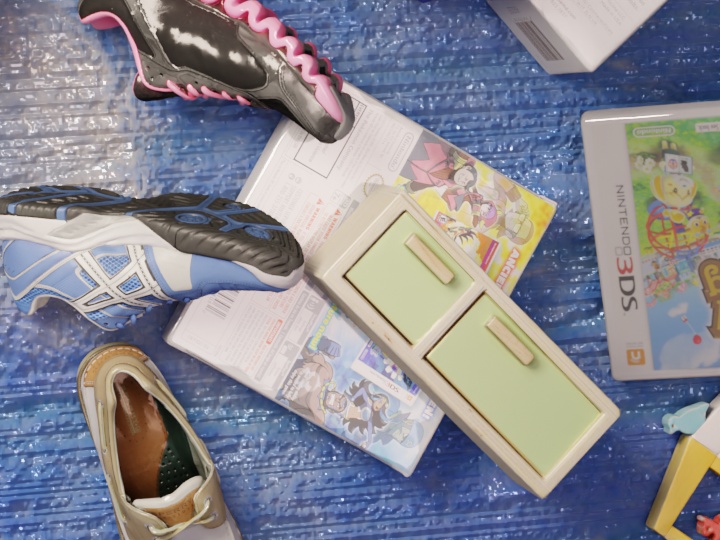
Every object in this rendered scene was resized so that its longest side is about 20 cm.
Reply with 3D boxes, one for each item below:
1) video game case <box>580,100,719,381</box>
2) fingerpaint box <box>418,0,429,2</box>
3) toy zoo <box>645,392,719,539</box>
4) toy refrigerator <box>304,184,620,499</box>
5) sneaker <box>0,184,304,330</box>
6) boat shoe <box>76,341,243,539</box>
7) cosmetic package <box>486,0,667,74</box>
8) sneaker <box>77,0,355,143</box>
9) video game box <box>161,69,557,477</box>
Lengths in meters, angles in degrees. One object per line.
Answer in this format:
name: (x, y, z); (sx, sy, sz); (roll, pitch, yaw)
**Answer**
video game case: (0.248, -0.020, 1.537); (0.199, 0.022, 0.183); (-3, 111, 15)
fingerpaint box: (-0.021, -0.230, 1.456); (0.199, 0.167, 0.074); (19, 88, -13)
toy zoo: (0.281, 0.153, 1.621); (0.199, 0.020, 0.132); (34, 87, -12)
toy refrigerator: (0.063, 0.044, 1.499); (0.076, 0.070, 0.200); (-46, 103, -5)
sneaker: (-0.128, -0.004, 1.484); (0.199, 0.076, 0.078); (7, 106, 18)
boat shoe: (-0.122, 0.143, 1.512); (0.074, 0.068, 0.201); (-28, 99, -8)
cosmetic package: (0.181, -0.216, 1.533); (0.200, 0.101, 0.071); (-43, 100, -7)
sneaker: (-0.092, -0.131, 1.482); (0.200, 0.079, 0.096); (40, 94, 15)
video game box: (0.000, 0.000, 1.539); (0.182, 0.047, 0.201); (30, 88, -10)
